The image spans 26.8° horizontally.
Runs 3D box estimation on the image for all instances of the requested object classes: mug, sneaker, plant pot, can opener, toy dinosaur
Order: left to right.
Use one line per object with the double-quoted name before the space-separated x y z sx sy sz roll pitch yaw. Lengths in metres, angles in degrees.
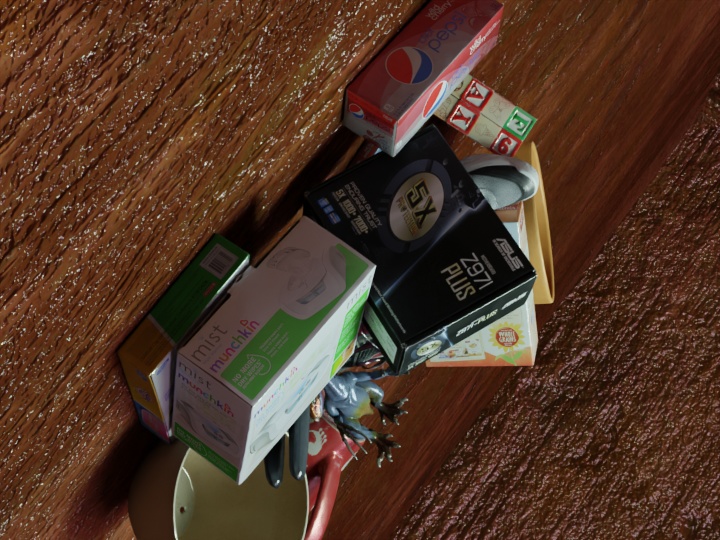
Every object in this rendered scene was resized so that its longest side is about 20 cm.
"plant pot" -0.171 0.248 1.613 0.200 0.134 0.202 6 82 -50
"can opener" -0.075 0.142 1.581 0.063 0.079 0.201 -32 -145 18
"mug" -0.083 0.259 1.841 0.200 0.177 0.133 -49 161 9
"toy dinosaur" -0.025 0.157 1.739 0.181 0.199 0.106 34 70 -35
"sneaker" 0.017 0.082 1.740 0.200 0.075 0.081 -33 -158 44
"sneaker" 0.099 -0.059 1.667 0.076 0.199 0.114 65 24 -44
"plant pot" 0.159 -0.053 1.874 0.200 0.139 0.202 -6 90 -79

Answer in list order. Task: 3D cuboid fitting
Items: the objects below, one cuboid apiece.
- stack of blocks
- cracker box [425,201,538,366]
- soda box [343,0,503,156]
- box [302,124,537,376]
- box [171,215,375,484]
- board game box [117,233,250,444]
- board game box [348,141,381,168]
"stack of blocks" 0.131 -0.187 1.761 0.059 0.115 0.200 -57 -175 7
"cracker box" 0.133 0.017 1.777 0.058 0.133 0.201 -70 155 -55
"soda box" 0.067 -0.214 1.576 0.200 0.070 0.064 -49 162 -28
"box" 0.057 -0.021 1.559 0.163 0.201 0.086 -27 161 -15
"box" -0.088 0.077 1.476 0.200 0.096 0.177 -48 166 -31
"board game box" -0.165 0.072 1.484 0.153 0.040 0.200 -51 166 -21
"board game box" 0.012 -0.095 1.764 0.103 0.019 0.200 -58 167 -3
